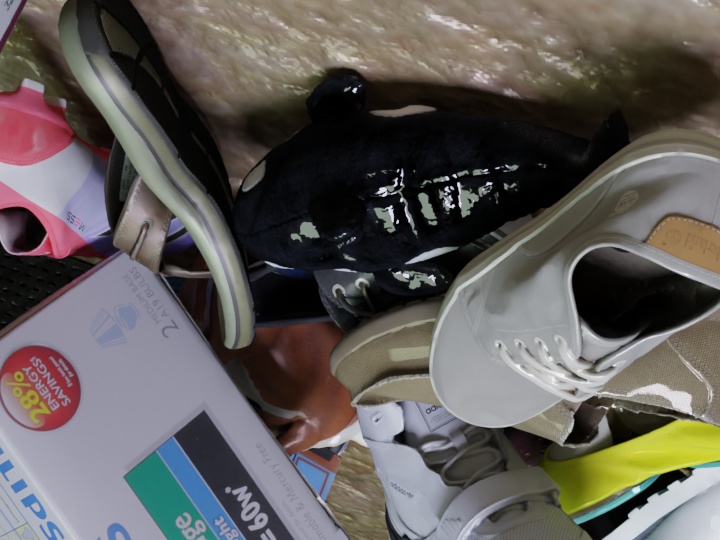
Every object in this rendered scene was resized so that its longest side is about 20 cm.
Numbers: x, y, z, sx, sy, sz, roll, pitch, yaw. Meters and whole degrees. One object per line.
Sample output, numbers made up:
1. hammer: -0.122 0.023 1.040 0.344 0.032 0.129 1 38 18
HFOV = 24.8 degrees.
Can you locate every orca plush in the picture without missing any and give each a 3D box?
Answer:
1. orca plush: 0.016 -0.018 0.686 0.198 0.071 0.106 11 126 29

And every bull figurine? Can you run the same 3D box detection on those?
1. bull figurine: -0.046 0.064 0.942 0.200 0.122 0.065 49 170 -35

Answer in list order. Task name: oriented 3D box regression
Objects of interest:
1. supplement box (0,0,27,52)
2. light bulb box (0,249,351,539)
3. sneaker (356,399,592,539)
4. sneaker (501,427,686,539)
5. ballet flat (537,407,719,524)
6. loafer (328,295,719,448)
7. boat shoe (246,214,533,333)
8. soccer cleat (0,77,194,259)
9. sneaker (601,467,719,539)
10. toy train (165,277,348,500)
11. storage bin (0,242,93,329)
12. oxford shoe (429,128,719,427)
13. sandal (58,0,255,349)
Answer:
1. supplement box: -0.213 -0.151 0.600 0.198 0.111 0.086 16 158 17
2. light bulb box: -0.140 0.122 0.855 0.199 0.125 0.199 55 143 -4
3. sneaker: 0.052 0.101 0.801 0.200 0.074 0.116 13 122 70
4. sneaker: 0.118 0.098 0.901 0.198 0.076 0.116 22 150 -6
5. ballet flat: 0.145 0.072 0.803 0.199 0.067 0.067 -26 99 44
6. loafer: 0.080 0.047 0.742 0.198 0.068 0.076 -8 167 19
7. boat shoe: 0.000 0.000 0.795 0.199 0.067 0.070 -1 148 46
8. soccer cleat: -0.143 -0.033 0.814 0.066 0.077 0.200 12 169 23
9. sneaker: 0.177 0.154 0.857 0.076 0.081 0.200 -4 143 -48
10. toy train: -0.097 0.085 1.018 0.199 0.115 0.086 32 156 -22
11. storage bin: -0.256 0.040 1.100 0.198 0.095 0.136 18 158 10
12. oxford shoe: 0.079 0.020 0.627 0.074 0.058 0.200 20 146 -16
13. sandal: -0.097 -0.043 0.755 0.057 0.080 0.202 -21 131 6
